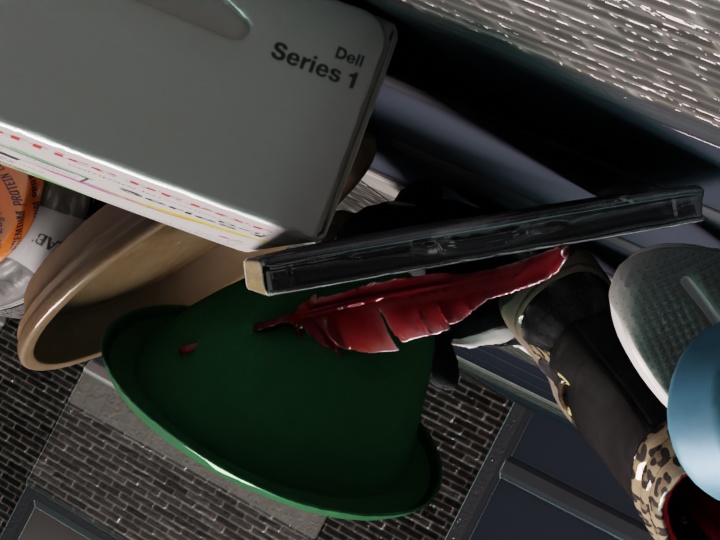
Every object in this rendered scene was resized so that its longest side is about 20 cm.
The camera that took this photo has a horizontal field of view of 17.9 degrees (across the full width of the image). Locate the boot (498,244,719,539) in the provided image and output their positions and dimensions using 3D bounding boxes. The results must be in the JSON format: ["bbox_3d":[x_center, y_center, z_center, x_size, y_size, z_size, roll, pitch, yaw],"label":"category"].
[{"bbox_3d":[0.154,0.084,1.125,0.200,0.073,0.151,49,-175,-49],"label":"boot"}]

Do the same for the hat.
[{"bbox_3d":[0.000,0.000,1.039,0.200,0.177,0.166,30,-157,15],"label":"hat"}]

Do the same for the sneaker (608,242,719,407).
[{"bbox_3d":[0.166,0.044,0.928,0.200,0.071,0.080,29,179,-31],"label":"sneaker"}]

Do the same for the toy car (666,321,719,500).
[{"bbox_3d":[0.225,0.082,0.679,0.199,0.178,0.184,-3,178,-29],"label":"toy car"}]

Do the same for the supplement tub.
[{"bbox_3d":[-0.174,-0.037,1.149,0.122,0.123,0.200,26,-177,13],"label":"supplement tub"}]

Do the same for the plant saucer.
[{"bbox_3d":[-0.082,-0.017,1.097,0.030,0.200,0.200,56,-178,10],"label":"plant saucer"}]

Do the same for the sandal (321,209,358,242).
[{"bbox_3d":[0.028,-0.013,1.223,0.082,0.055,0.200,53,-170,13],"label":"sandal"}]

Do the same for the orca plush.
[{"bbox_3d":[0.074,0.012,1.149,0.071,0.106,0.200,-17,138,34],"label":"orca plush"}]

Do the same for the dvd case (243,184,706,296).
[{"bbox_3d":[0.033,-0.011,0.840,0.148,0.016,0.200,-10,-179,-4],"label":"dvd case"}]

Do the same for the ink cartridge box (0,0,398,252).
[{"bbox_3d":[-0.081,-0.069,0.862,0.144,0.084,0.200,20,176,-9],"label":"ink cartridge box"}]
